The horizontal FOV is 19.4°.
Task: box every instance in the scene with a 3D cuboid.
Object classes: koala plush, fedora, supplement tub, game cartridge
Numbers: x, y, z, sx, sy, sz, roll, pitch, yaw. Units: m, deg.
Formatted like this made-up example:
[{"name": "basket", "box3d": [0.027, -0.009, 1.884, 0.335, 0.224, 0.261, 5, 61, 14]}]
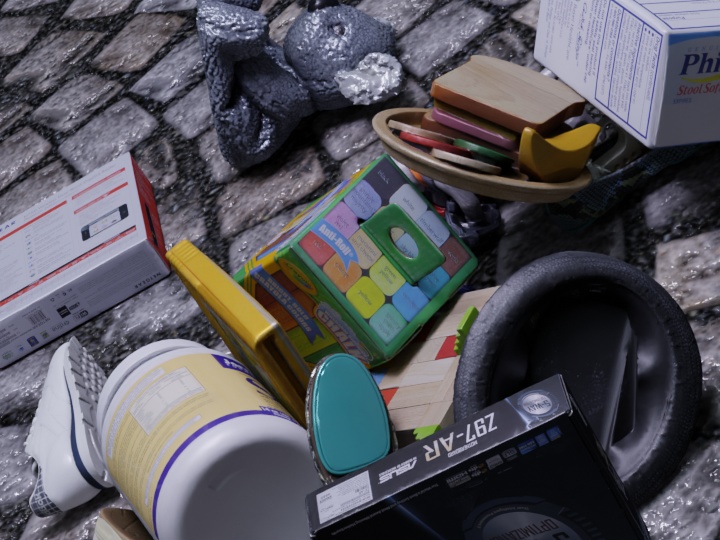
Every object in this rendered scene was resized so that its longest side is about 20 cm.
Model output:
[{"name": "koala plush", "box3d": [-0.054, -0.204, 2.092, 0.198, 0.185, 0.178, -9, 22, -2]}, {"name": "fedora", "box3d": [0.153, 0.090, 1.549, 0.200, 0.201, 0.092, -40, -2, -11]}, {"name": "supplement tub", "box3d": [-0.121, 0.149, 1.673, 0.145, 0.146, 0.200, -38, 32, -8]}, {"name": "game cartridge", "box3d": [-0.076, 0.074, 1.705, 0.032, 0.177, 0.200, -39, 33, -10]}]

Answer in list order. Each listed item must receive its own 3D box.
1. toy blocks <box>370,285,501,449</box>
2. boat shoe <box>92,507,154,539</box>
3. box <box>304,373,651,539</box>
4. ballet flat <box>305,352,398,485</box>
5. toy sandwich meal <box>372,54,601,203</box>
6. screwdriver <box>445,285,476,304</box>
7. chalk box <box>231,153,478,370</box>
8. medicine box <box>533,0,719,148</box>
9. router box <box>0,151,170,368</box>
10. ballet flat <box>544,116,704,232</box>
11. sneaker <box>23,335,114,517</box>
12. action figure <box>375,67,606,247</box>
[{"name": "toy blocks", "box3d": [0.060, 0.090, 1.663, 0.136, 0.100, 0.201, -14, 35, 46]}, {"name": "boat shoe", "box3d": [-0.157, 0.257, 1.649, 0.200, 0.072, 0.065, 35, 107, 50]}, {"name": "box", "box3d": [0.084, 0.179, 1.449, 0.199, 0.161, 0.044, -25, 32, 9]}, {"name": "ballet flat", "box3d": [0.003, 0.162, 1.572, 0.067, 0.076, 0.201, -14, 62, -13]}, {"name": "toy sandwich meal", "box3d": [0.107, -0.117, 1.704, 0.203, 0.071, 0.205, 13, 18, -4]}, {"name": "screwdriver", "box3d": [0.106, 0.024, 1.756, 0.029, 0.028, 0.199, -20, 23, -39]}, {"name": "chalk box", "box3d": [0.000, 0.000, 1.710, 0.124, 0.125, 0.200, -44, 6, -25]}, {"name": "medicine box", "box3d": [0.270, -0.192, 1.739, 0.181, 0.104, 0.200, -7, 31, -24]}, {"name": "router box", "box3d": [-0.295, -0.013, 2.117, 0.199, 0.049, 0.180, -29, 33, 6]}, {"name": "ballet flat", "box3d": [0.235, -0.112, 1.782, 0.200, 0.074, 0.074, -39, 33, -9]}, {"name": "sneaker", "box3d": [-0.265, 0.136, 1.885, 0.080, 0.076, 0.201, -35, 30, 14]}, {"name": "action figure", "box3d": [0.102, -0.120, 1.878, 0.192, 0.105, 0.200, -24, 35, -3]}]
